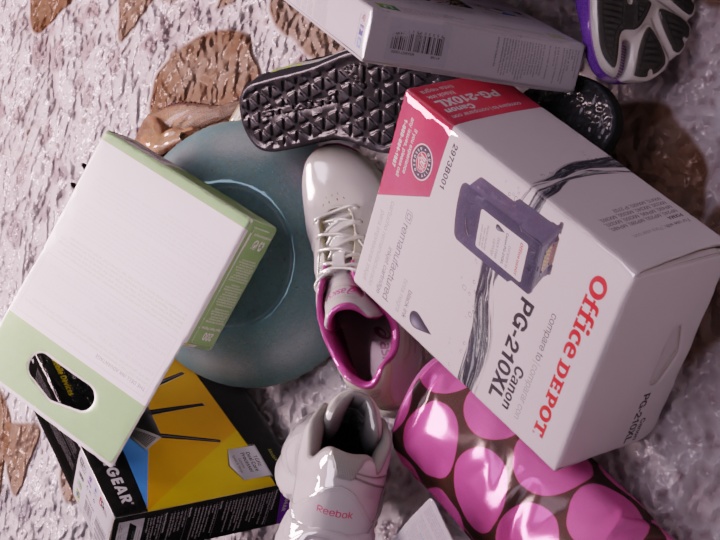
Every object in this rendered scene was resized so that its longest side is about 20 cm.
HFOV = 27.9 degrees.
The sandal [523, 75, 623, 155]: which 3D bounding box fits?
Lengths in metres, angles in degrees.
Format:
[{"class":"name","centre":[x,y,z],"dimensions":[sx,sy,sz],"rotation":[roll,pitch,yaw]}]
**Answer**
[{"class":"sandal","centre":[0.108,-0.068,0.954],"dimensions":[0.200,0.048,0.076],"rotation":[-33,57,50]}]

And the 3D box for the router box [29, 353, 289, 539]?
[{"class":"router box","centre":[-0.155,0.116,1.089],"dimensions":[0.200,0.148,0.051],"rotation":[53,137,39]}]

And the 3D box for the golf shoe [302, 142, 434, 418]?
[{"class":"golf shoe","centre":[0.000,0.000,0.982],"dimensions":[0.075,0.091,0.201],"rotation":[-24,73,18]}]

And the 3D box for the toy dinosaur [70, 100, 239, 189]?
[{"class":"toy dinosaur","centre":[-0.174,-0.083,1.220],"dimensions":[0.201,0.086,0.136],"rotation":[-58,39,10]}]

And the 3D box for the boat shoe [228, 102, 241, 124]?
[{"class":"boat shoe","centre":[-0.082,-0.053,1.126],"dimensions":[0.065,0.072,0.201],"rotation":[34,105,36]}]

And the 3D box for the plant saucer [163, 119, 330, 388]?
[{"class":"plant saucer","centre":[-0.092,-0.011,1.074],"dimensions":[0.200,0.039,0.203],"rotation":[1,93,19]}]

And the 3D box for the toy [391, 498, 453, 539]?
[{"class":"toy","centre":[0.056,0.209,0.869],"dimensions":[0.116,0.047,0.200],"rotation":[62,155,17]}]

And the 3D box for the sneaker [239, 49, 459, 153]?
[{"class":"sneaker","centre":[0.003,-0.124,0.994],"dimensions":[0.199,0.083,0.072],"rotation":[5,112,40]}]

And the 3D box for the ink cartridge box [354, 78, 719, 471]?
[{"class":"ink cartridge box","centre":[0.100,-0.003,0.863],"dimensions":[0.200,0.084,0.145],"rotation":[43,132,35]}]

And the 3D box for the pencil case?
[{"class":"pencil case","centre":[0.097,0.139,0.874],"dimensions":[0.200,0.090,0.094],"rotation":[47,118,45]}]

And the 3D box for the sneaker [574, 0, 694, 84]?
[{"class":"sneaker","centre":[0.156,-0.197,0.930],"dimensions":[0.083,0.080,0.201],"rotation":[-44,40,49]}]

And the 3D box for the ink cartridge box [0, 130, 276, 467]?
[{"class":"ink cartridge box","centre":[-0.170,0.020,1.044],"dimensions":[0.145,0.048,0.201],"rotation":[31,95,23]}]

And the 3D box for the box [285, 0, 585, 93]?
[{"class":"box","centre":[0.037,-0.164,0.937],"dimensions":[0.200,0.143,0.037],"rotation":[-128,48,-60]}]

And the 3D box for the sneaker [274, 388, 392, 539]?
[{"class":"sneaker","centre":[-0.009,0.120,0.947],"dimensions":[0.200,0.077,0.100],"rotation":[-107,32,-75]}]
